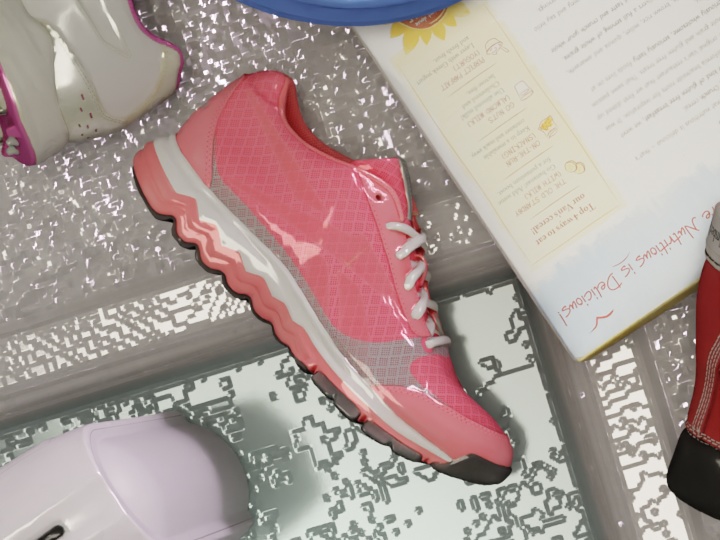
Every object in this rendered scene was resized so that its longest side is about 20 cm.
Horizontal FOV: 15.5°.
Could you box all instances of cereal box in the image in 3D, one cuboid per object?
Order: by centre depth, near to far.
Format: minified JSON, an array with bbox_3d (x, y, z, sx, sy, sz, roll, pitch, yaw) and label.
[{"bbox_3d":[0.091,-0.083,1.060,0.144,0.040,0.200,-33,85,5],"label":"cereal box"}]

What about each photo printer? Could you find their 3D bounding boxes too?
[{"bbox_3d":[-0.132,0.122,1.013,0.166,0.200,0.070,-35,84,6],"label":"photo printer"}]

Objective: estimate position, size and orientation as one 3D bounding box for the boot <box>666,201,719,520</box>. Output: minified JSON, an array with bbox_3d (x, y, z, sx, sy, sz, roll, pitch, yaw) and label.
[{"bbox_3d":[0.224,0.053,1.032,0.199,0.072,0.145,6,110,-3],"label":"boot"}]

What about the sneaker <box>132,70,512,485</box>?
[{"bbox_3d":[0.000,0.000,1.058,0.087,0.074,0.200,-45,83,4],"label":"sneaker"}]

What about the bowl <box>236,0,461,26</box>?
[{"bbox_3d":[-0.004,-0.195,1.015,0.200,0.039,0.201,0,93,-4],"label":"bowl"}]

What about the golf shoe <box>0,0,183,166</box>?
[{"bbox_3d":[-0.134,-0.146,1.091,0.091,0.075,0.201,-16,86,-12],"label":"golf shoe"}]
